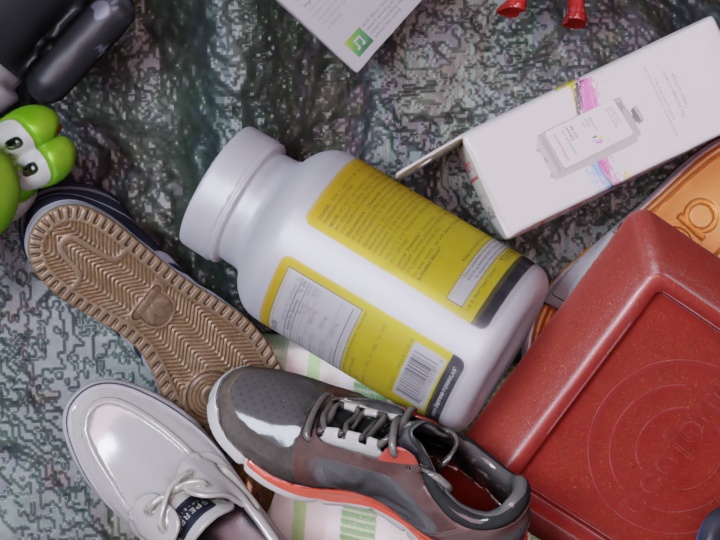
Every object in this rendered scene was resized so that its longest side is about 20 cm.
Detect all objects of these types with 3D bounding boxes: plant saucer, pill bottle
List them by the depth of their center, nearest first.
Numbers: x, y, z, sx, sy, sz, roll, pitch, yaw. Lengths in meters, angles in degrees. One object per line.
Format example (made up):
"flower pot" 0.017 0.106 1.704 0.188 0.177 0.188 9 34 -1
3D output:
"pill bottle" 0.000 0.000 1.427 0.200 0.112 0.112 31 90 9
"plant saucer" 0.183 0.098 1.428 0.200 0.037 0.200 33 102 -12

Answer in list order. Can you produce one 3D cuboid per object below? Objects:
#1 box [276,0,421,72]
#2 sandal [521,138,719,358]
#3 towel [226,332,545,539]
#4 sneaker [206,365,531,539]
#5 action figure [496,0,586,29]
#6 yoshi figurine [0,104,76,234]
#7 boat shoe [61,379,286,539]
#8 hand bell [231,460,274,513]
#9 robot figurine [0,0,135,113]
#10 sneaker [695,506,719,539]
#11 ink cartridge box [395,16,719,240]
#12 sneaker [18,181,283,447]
"box" -0.026 -0.231 1.409 0.144 0.036 0.200 -47 117 2
"sandal" 0.173 -0.003 1.451 0.079 0.059 0.207 40 86 1
"towel" 0.018 0.121 1.477 0.200 0.023 0.153 6 89 2
"sneaker" 0.011 0.095 1.381 0.200 0.082 0.077 24 54 4
"action figure" 0.120 -0.247 1.464 0.065 0.052 0.200 9 85 -5
"yoshi figurine" -0.254 -0.036 1.398 0.200 0.112 0.112 -25 48 33
"boat shoe" -0.093 0.140 1.376 0.072 0.066 0.200 -38 87 -6
"hand bell" -0.089 0.189 1.433 0.104 0.104 0.200 23 91 0
"robot figurine" -0.208 -0.178 1.430 0.125 0.150 0.200 42 89 -25
"sneaker" 0.226 0.225 1.432 0.066 0.078 0.200 -26 106 -17
"ink cartridge box" 0.122 -0.071 1.429 0.200 0.116 0.068 -25 89 1
"sneaker" -0.124 0.022 1.453 0.070 0.108 0.200 -46 112 -2
